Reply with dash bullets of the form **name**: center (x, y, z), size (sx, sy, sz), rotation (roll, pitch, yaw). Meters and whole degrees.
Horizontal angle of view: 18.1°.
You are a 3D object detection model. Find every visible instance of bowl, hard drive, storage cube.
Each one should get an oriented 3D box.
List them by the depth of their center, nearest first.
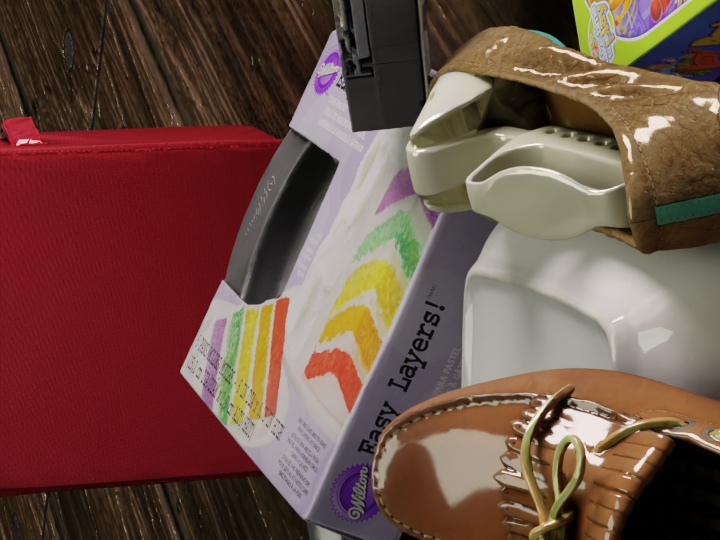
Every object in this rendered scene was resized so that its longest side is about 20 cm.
- **bowl**: center (0.094, 0.068, 0.805), size (0.200, 0.074, 0.201), rotation (-152, 60, -67)
- **hard drive**: center (0.001, -0.173, 0.893), size (0.140, 0.038, 0.201), rotation (79, -174, -67)
- **storage cube**: center (-0.124, 0.016, 1.204), size (0.171, 0.179, 0.201), rotation (-159, 66, -74)

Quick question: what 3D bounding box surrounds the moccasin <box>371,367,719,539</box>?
- **moccasin**: center (0.088, 0.077, 0.681), size (0.201, 0.078, 0.074), rotation (15, 107, 31)

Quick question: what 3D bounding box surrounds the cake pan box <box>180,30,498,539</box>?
- **cake pan box**: center (0.000, 0.000, 0.987), size (0.185, 0.052, 0.200), rotation (-63, 25, 8)

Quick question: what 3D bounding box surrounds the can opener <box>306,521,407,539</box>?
- **can opener**: center (0.012, 0.121, 1.089), size (0.067, 0.053, 0.201), rotation (-23, 68, 34)

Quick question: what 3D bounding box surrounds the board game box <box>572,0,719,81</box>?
- **board game box**: center (0.109, -0.174, 0.763), size (0.134, 0.045, 0.201), rotation (143, 122, -66)

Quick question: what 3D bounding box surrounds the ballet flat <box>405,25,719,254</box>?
- **ballet flat**: center (0.061, -0.040, 0.764), size (0.200, 0.072, 0.068), rotation (26, 135, 58)
